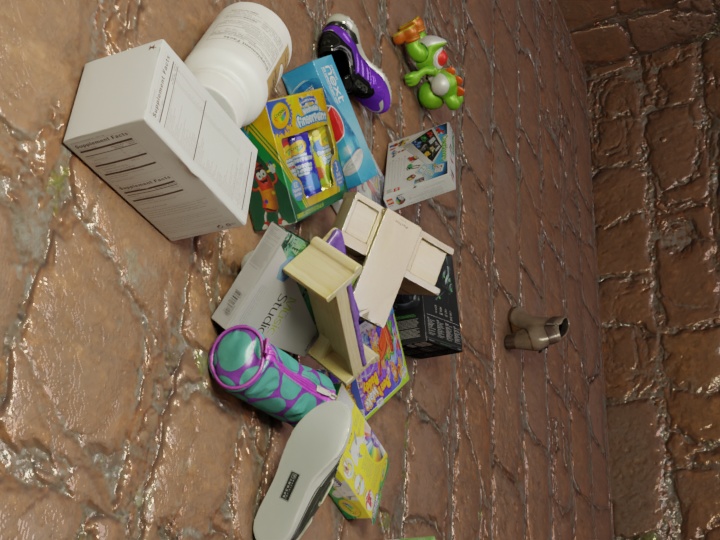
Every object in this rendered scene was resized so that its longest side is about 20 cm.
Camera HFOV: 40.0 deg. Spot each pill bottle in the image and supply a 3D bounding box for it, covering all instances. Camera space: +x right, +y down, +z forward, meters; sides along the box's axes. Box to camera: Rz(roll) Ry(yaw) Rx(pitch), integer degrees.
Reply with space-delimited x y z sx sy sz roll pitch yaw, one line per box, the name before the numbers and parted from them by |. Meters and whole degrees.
pill bottle | -0.165 -0.246 1.253 0.115 0.113 0.201 63 29 -32

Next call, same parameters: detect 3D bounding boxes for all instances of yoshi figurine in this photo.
yoshi figurine | 0.131 -0.410 2.037 0.201 0.112 0.112 56 -10 -17

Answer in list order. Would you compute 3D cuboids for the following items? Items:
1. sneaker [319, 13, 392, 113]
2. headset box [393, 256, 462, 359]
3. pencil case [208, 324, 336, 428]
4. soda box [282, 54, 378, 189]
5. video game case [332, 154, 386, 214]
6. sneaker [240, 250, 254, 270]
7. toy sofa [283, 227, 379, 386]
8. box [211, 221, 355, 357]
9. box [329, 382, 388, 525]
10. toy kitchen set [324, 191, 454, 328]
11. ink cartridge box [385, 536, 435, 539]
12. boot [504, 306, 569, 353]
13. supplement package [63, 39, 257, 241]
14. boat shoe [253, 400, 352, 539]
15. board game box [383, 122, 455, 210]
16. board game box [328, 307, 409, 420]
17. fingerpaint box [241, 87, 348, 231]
sneaker | -0.016 -0.327 1.685 0.201 0.069 0.100 53 41 -38
headset box | 0.101 0.043 1.748 0.174 0.092 0.203 21 61 -62
pencil case | -0.106 0.139 1.255 0.200 0.091 0.086 40 44 -54
soda box | -0.046 -0.225 1.538 0.068 0.064 0.202 -37 106 -59
video game case | -0.010 -0.150 1.669 0.201 0.023 0.184 60 31 -38
sneaker | -0.105 -0.003 1.365 0.077 0.075 0.199 53 18 25
toy sofa | -0.024 0.047 1.291 0.097 0.083 0.201 -40 145 -23
box | -0.092 0.031 1.295 0.145 0.036 0.200 -57 151 3
box | -0.018 0.273 1.447 0.201 0.048 0.118 59 34 -34
toy kitchen set | 0.000 0.000 1.540 0.199 0.180 0.165 29 76 -29
ink cartridge box | 0.029 0.443 1.396 0.200 0.116 0.068 -13 92 -66
boot | 0.428 0.134 2.370 0.071 0.145 0.200 66 27 -22
supplement package | -0.216 -0.139 1.103 0.200 0.108 0.115 50 38 -48
boat shoe | -0.069 0.260 1.259 0.201 0.070 0.064 -59 154 -8
board game box | 0.107 -0.189 1.778 0.201 0.125 0.035 -83 150 -54
board game box | 0.011 0.142 1.568 0.200 0.044 0.136 -30 108 -65
fingerpaint box | -0.099 -0.163 1.414 0.200 0.073 0.169 -34 112 -64
